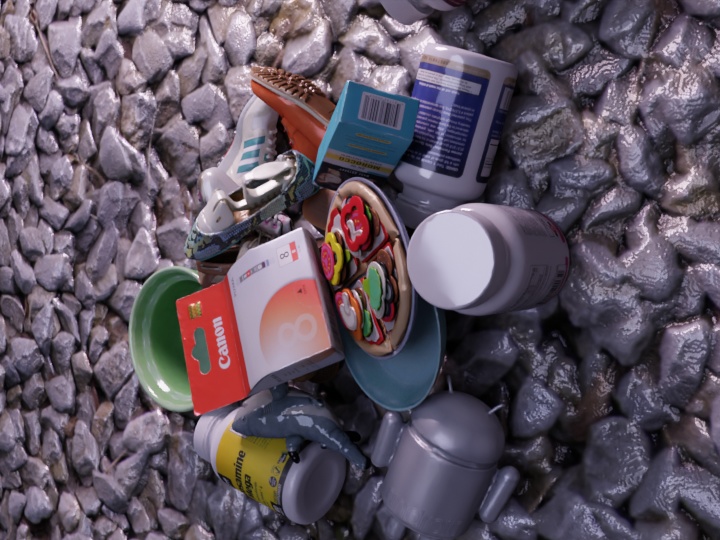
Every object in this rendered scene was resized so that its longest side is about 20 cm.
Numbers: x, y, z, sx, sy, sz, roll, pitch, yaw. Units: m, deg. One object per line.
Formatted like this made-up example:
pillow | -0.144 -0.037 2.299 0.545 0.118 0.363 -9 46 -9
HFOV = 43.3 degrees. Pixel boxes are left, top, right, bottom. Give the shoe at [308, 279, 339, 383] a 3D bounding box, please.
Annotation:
shoe | -0.042 0.054 1.153 0.054 0.069 0.201 -106 27 -51

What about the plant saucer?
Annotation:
plant saucer | 0.038 0.057 1.033 0.199 0.036 0.202 20 115 52

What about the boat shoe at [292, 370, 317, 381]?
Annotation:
boat shoe | -0.097 0.087 1.136 0.072 0.068 0.200 -39 37 -8

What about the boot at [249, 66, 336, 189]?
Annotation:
boot | -0.074 -0.180 1.166 0.199 0.075 0.108 37 121 11

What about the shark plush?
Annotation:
shark plush | -0.067 0.203 1.128 0.199 0.091 0.084 26 69 22

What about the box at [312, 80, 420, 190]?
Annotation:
box | 0.001 -0.141 1.024 0.200 0.081 0.050 128 155 -72

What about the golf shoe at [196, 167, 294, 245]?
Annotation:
golf shoe | -0.132 -0.063 1.202 0.092 0.073 0.200 -31 106 30

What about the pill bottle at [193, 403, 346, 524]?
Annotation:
pill bottle | -0.126 0.247 1.208 0.199 0.112 0.114 18 101 36

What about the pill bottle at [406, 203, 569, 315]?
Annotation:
pill bottle | 0.135 -0.012 0.946 0.112 0.199 0.115 0 90 31

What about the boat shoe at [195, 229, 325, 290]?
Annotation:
boat shoe | -0.126 -0.012 1.143 0.198 0.076 0.072 -16 111 22

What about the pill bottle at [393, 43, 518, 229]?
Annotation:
pill bottle | 0.100 -0.146 1.031 0.110 0.111 0.202 23 104 34

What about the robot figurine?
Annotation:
robot figurine | 0.095 0.224 1.040 0.168 0.113 0.202 22 106 7

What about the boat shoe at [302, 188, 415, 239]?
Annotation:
boat shoe | 0.018 -0.042 1.123 0.199 0.070 0.071 34 87 31

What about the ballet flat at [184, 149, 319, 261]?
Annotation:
ballet flat | -0.145 -0.087 1.126 0.199 0.074 0.075 -33 69 0

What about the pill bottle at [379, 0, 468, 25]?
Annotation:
pill bottle | 0.113 -0.362 1.017 0.199 0.109 0.111 -22 78 35

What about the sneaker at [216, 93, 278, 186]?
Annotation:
sneaker | -0.134 -0.156 1.246 0.093 0.070 0.201 35 110 12

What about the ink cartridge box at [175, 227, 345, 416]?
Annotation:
ink cartridge box | -0.129 0.059 1.061 0.198 0.050 0.164 -21 62 10

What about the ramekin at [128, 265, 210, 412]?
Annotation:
ramekin | -0.230 0.094 1.293 0.198 0.097 0.203 1 91 37

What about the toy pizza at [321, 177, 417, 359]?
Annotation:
toy pizza | 0.000 0.000 0.991 0.200 0.031 0.202 32 127 56
